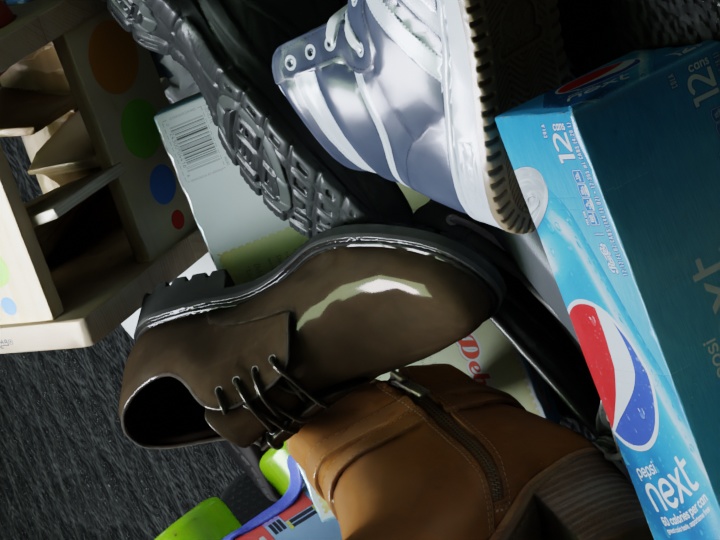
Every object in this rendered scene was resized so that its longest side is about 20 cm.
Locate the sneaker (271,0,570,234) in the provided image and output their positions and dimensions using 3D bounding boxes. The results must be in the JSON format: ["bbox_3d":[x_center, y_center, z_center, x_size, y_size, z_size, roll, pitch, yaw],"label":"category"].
[{"bbox_3d":[0.020,-0.117,0.942,0.108,0.070,0.201,18,123,40],"label":"sneaker"}]

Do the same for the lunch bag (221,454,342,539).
[{"bbox_3d":[0.019,0.173,1.198,0.201,0.150,0.094,58,160,2],"label":"lunch bag"}]

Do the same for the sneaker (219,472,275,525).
[{"bbox_3d":[-0.031,0.225,1.528,0.108,0.067,0.202,68,177,-59],"label":"sneaker"}]

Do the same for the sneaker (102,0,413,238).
[{"bbox_3d":[-0.034,-0.098,1.057,0.200,0.091,0.076,53,161,9],"label":"sneaker"}]

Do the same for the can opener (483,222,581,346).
[{"bbox_3d":[0.063,-0.048,1.001,0.200,0.052,0.067,56,157,22],"label":"can opener"}]

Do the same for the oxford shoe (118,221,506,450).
[{"bbox_3d":[-0.022,0.038,1.041,0.199,0.085,0.073,-21,128,40],"label":"oxford shoe"}]

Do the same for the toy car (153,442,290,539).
[{"bbox_3d":[-0.020,0.184,1.362,0.165,0.158,0.200,52,170,5],"label":"toy car"}]

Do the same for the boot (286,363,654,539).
[{"bbox_3d":[0.008,0.101,1.011,0.155,0.199,0.074,38,128,47],"label":"boot"}]

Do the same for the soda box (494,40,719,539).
[{"bbox_3d":[0.122,0.022,0.913,0.064,0.068,0.201,2,115,67],"label":"soda box"}]

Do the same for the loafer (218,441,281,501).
[{"bbox_3d":[-0.055,0.065,1.410,0.073,0.071,0.200,46,169,28],"label":"loafer"}]

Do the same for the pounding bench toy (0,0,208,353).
[{"bbox_3d":[-0.188,-0.056,1.166,0.199,0.124,0.157,-6,113,36],"label":"pounding bench toy"}]

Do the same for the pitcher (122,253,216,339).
[{"bbox_3d":[-0.042,-0.019,1.230,0.200,0.121,0.173,22,118,47],"label":"pitcher"}]

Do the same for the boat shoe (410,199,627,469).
[{"bbox_3d":[0.091,0.037,1.023,0.200,0.057,0.067,53,157,29],"label":"boat shoe"}]

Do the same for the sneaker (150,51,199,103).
[{"bbox_3d":[-0.132,-0.091,1.396,0.200,0.079,0.130,63,161,4],"label":"sneaker"}]

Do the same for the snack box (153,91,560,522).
[{"bbox_3d":[0.000,0.000,1.123,0.037,0.116,0.201,-52,-59,-75],"label":"snack box"}]

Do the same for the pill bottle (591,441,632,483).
[{"bbox_3d":[0.045,0.167,1.082,0.120,0.199,0.120,51,156,34],"label":"pill bottle"}]
